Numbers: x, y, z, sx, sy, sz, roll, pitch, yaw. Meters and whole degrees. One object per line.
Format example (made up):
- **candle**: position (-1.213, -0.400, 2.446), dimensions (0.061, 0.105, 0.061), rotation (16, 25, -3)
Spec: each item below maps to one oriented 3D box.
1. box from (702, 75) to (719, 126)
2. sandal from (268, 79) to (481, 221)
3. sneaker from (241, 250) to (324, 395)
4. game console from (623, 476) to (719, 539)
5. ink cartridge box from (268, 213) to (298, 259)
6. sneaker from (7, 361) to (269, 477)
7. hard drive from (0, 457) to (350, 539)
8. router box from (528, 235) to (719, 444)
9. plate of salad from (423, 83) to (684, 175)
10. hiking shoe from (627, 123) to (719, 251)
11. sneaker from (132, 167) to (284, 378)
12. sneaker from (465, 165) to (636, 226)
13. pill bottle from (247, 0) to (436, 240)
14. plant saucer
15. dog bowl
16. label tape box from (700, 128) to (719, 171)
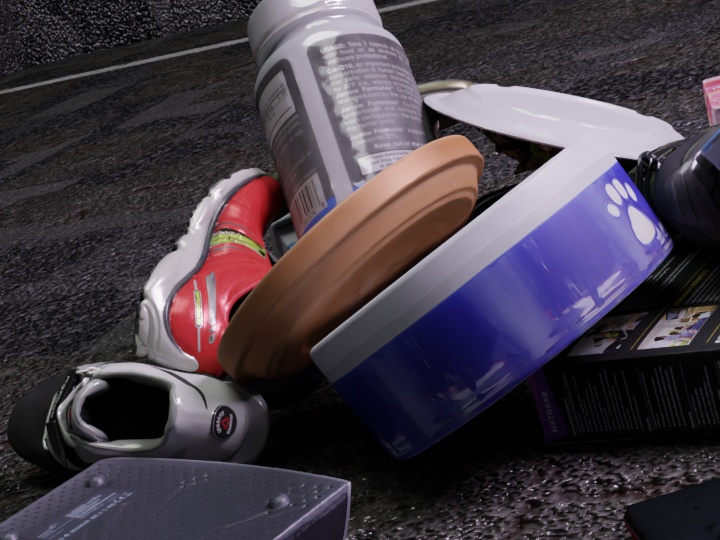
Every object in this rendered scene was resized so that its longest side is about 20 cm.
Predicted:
- **box**: position (0.343, -0.096, 1.108), dimensions (0.199, 0.103, 0.095), rotation (-12, 17, 12)
- **sandal**: position (0.011, -0.079, 1.224), dimensions (0.200, 0.058, 0.080), rotation (-31, -16, 6)
- **sneaker**: position (-0.069, 0.027, 1.131), dimensions (0.070, 0.083, 0.200), rotation (-19, 16, -12)
- **game console**: position (0.223, 0.103, 0.675), dimensions (0.199, 0.031, 0.177), rotation (-16, 16, -2)
- **ink cartridge box**: position (-0.006, -0.019, 1.256), dimensions (0.115, 0.067, 0.200), rotation (-19, 16, -8)
- **sneaker**: position (-0.158, 0.085, 0.987), dimensions (0.199, 0.075, 0.088), rotation (-7, -18, 35)
- **hard drive**: position (-0.110, 0.145, 0.842), dimensions (0.199, 0.043, 0.135), rotation (-2, 22, 42)
- **router box**: position (0.202, 0.028, 0.910), dimensions (0.148, 0.051, 0.200), rotation (-7, 17, 35)
- **plate of salad**: position (0.139, -0.090, 1.113), dimensions (0.198, 0.048, 0.200), rotation (11, 14, -3)
- **hiking shoe**: position (0.198, -0.042, 0.954), dimensions (0.100, 0.076, 0.200), rotation (-19, -2, 29)
- **sneaker**: position (-0.082, 0.007, 1.069), dimensions (0.084, 0.077, 0.200), rotation (21, 39, 5)
- **sneaker**: position (0.136, -0.038, 1.193), dimensions (0.199, 0.070, 0.090), rotation (-19, 10, -27)
- **pill bottle**: position (-0.009, -0.099, 1.126), dimensions (0.113, 0.201, 0.114), rotation (-14, -26, -7)
- **plant saucer**: position (0.000, 0.000, 0.969), dimensions (0.200, 0.032, 0.200), rotation (-40, -11, -10)
- **dog bowl**: position (0.072, 0.014, 0.895), dimensions (0.200, 0.079, 0.200), rotation (-38, -2, -1)
- **label tape box**: position (0.291, -0.035, 0.874), dimensions (0.066, 0.200, 0.143), rotation (-44, -3, 37)
